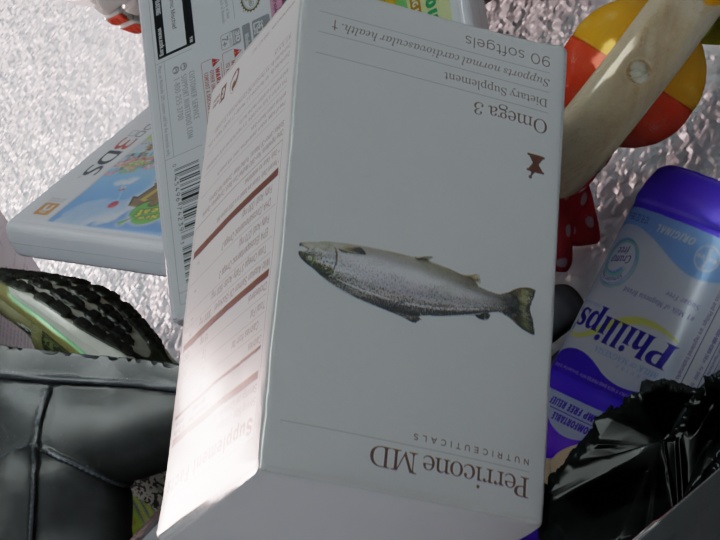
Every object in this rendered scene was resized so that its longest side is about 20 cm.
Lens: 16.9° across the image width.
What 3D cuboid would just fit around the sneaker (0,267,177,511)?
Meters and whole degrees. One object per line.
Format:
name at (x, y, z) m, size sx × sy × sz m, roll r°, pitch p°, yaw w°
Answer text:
sneaker at (-0.134, 0.073, 1.238) m, size 0.200 × 0.077 × 0.089 m, roll 40°, pitch 106°, yaw 23°

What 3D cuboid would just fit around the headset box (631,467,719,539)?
headset box at (0.144, 0.155, 0.864) m, size 0.149 × 0.200 × 0.077 m, roll -43°, pitch 46°, yaw 20°

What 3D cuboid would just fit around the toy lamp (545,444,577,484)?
toy lamp at (0.094, 0.079, 0.994) m, size 0.200 × 0.058 × 0.058 m, roll -21°, pitch 52°, yaw 17°

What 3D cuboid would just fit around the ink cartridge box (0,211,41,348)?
ink cartridge box at (-0.204, 0.056, 1.290) m, size 0.043 × 0.200 × 0.198 m, roll -14°, pitch 44°, yaw 13°

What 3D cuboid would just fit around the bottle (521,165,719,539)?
bottle at (0.121, 0.056, 1.056) m, size 0.083 × 0.065 × 0.200 m, roll 26°, pitch 88°, yaw 51°

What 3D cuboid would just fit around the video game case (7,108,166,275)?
video game case at (-0.056, -0.057, 1.246) m, size 0.200 × 0.022 × 0.182 m, roll 8°, pitch 40°, yaw 41°

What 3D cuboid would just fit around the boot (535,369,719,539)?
boot at (0.120, 0.119, 0.939) m, size 0.200 × 0.168 × 0.077 m, roll -36°, pitch 45°, yaw 29°

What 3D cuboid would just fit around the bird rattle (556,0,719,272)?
bird rattle at (0.111, -0.087, 1.076) m, size 0.200 × 0.113 × 0.163 m, roll -44°, pitch -2°, yaw 6°

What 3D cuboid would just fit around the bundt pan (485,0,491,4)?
bundt pan at (0.019, -0.197, 1.208) m, size 0.202 × 0.202 × 0.076 m, roll -25°, pitch 46°, yaw 36°

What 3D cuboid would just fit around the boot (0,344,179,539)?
boot at (-0.115, 0.142, 1.152) m, size 0.164 × 0.066 × 0.201 m, roll 5°, pitch 86°, yaw 22°

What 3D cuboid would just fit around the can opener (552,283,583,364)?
can opener at (0.034, 0.081, 1.141) m, size 0.200 × 0.066 × 0.053 m, roll -40°, pitch 82°, yaw 15°

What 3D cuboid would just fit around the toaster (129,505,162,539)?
toaster at (-0.037, 0.186, 1.066) m, size 0.200 × 0.181 × 0.119 m, roll -46°, pitch 47°, yaw 17°

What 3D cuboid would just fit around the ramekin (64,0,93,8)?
ramekin at (-0.102, -0.232, 1.447) m, size 0.200 × 0.098 × 0.201 m, roll -26°, pitch 51°, yaw 37°

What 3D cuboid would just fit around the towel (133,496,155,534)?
towel at (-0.064, 0.111, 1.261) m, size 0.200 × 0.023 × 0.144 m, roll -44°, pitch 43°, yaw 21°

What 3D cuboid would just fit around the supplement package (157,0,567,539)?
supplement package at (0.002, 0.009, 0.943) m, size 0.117 × 0.117 × 0.200 m, roll 140°, pitch 138°, yaw -59°

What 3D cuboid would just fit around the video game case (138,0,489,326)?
video game case at (-0.022, -0.092, 1.120) m, size 0.182 × 0.022 × 0.200 m, roll -22°, pitch 63°, yaw 29°

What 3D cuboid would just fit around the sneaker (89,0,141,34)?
sneaker at (-0.079, -0.173, 1.298) m, size 0.077 × 0.200 × 0.082 m, roll -16°, pitch 82°, yaw 33°
